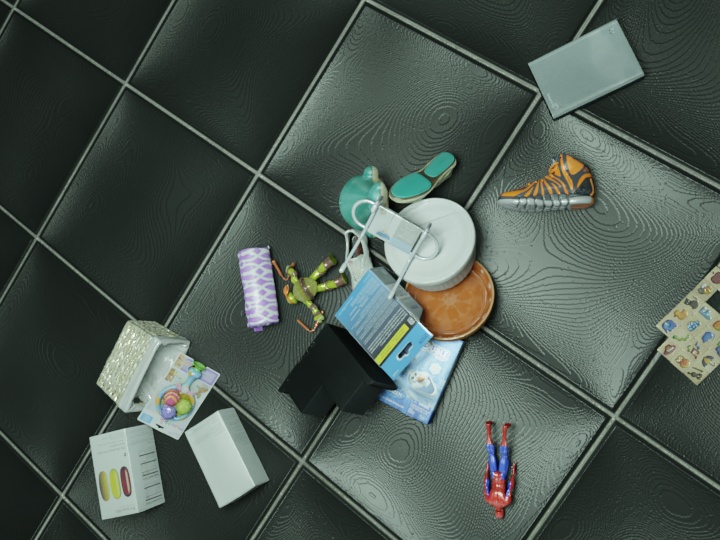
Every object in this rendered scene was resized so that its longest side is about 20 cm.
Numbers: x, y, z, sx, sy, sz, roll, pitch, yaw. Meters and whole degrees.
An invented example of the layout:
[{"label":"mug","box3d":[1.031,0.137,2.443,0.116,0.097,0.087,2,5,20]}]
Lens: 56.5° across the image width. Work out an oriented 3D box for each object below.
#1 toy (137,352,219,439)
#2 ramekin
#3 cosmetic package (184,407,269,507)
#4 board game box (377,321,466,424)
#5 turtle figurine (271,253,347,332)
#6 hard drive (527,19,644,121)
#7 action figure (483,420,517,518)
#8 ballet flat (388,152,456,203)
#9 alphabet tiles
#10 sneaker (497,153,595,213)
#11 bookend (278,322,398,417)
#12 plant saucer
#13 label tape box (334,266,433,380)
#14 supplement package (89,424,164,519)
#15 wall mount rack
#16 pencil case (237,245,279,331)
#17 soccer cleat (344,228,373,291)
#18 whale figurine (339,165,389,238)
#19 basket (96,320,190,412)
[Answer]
[{"label":"toy","box3d":[-0.445,0.314,1.637,0.115,0.047,0.200,32,91,-16]},{"label":"ramekin","box3d":[0.158,-0.048,1.449,0.201,0.094,0.203,-8,64,17]},{"label":"cosmetic package","box3d":[-0.318,0.442,1.593,0.113,0.081,0.201,-32,77,13]},{"label":"board game box","box3d":[0.104,0.207,1.492,0.199,0.043,0.200,24,91,20]},{"label":"turtle figurine","box3d":[-0.122,0.029,1.574,0.161,0.064,0.200,-33,75,13]},{"label":"hard drive","box3d":[0.479,-0.426,1.434,0.199,0.033,0.140,-24,78,15]},{"label":"action figure","box3d":[0.291,0.420,1.406,0.065,0.052,0.201,1,90,24]},{"label":"ballet flat","box3d":[0.140,-0.187,1.462,0.200,0.062,0.067,-35,61,-27]},{"label":"alphabet tiles","box3d":[0.696,0.121,1.320,0.167,0.008,0.200,45,100,17]},{"label":"sneaker","box3d":[0.392,-0.185,1.425,0.199,0.078,0.113,-1,80,8]},{"label":"bookend","box3d":[-0.054,0.258,1.469,0.199,0.092,0.200,-54,48,11]},{"label":"plant saucer","box3d":[0.193,0.060,1.458,0.199,0.032,0.201,-9,63,18]},{"label":"label tape box","box3d":[0.058,0.112,1.445,0.200,0.066,0.143,46,116,19]},{"label":"supplement package","box3d":[-0.577,0.495,1.658,0.113,0.109,0.201,-17,80,17]},{"label":"wall mount rack","box3d":[0.052,-0.049,1.366,0.199,0.075,0.174,29,119,3]},{"label":"pencil case","box3d":[-0.248,0.040,1.610,0.085,0.084,0.201,-22,73,52]},{"label":"soccer cleat","box3d":[0.000,0.000,1.525,0.068,0.085,0.201,-12,81,17]},{"label":"whale figurine","box3d":[0.010,-0.151,1.474,0.103,0.200,0.160,-1,95,-8]},{"label":"basket","box3d":[-0.541,0.232,1.660,0.123,0.135,0.201,29,94,21]}]
